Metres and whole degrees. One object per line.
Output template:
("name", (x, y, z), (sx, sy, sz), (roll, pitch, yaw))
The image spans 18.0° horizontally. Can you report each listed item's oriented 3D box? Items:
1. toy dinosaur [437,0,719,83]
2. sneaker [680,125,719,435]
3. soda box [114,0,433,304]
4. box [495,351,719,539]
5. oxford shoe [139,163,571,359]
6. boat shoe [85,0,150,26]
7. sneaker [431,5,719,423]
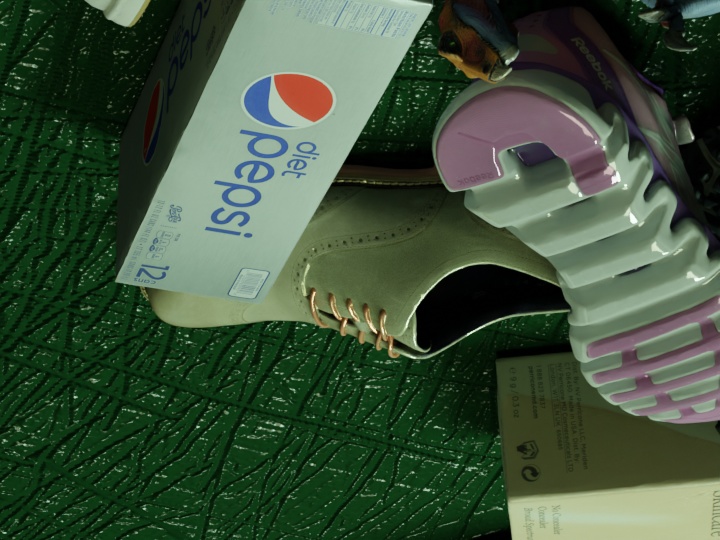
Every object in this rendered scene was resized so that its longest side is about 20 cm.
("toy dinosaur", (0.122, -0.103, 0.768), (0.181, 0.106, 0.199), (-18, 153, 41))
("sneaker", (0.186, -0.004, 0.969), (0.086, 0.078, 0.201), (-28, 142, -15))
("soda box", (-0.036, -0.069, 0.829), (0.063, 0.069, 0.200), (9, 146, -17))
("box", (0.167, 0.086, 1.085), (0.198, 0.078, 0.095), (-6, 148, 5))
("oxford shoe", (0.000, 0.000, 0.937), (0.199, 0.074, 0.071), (-13, 147, 16))
("boat shoe", (-0.083, -0.157, 0.691), (0.069, 0.071, 0.201), (6, 141, -7))
("sneaker", (0.104, -0.024, 0.874), (0.080, 0.089, 0.200), (-18, 128, 28))
